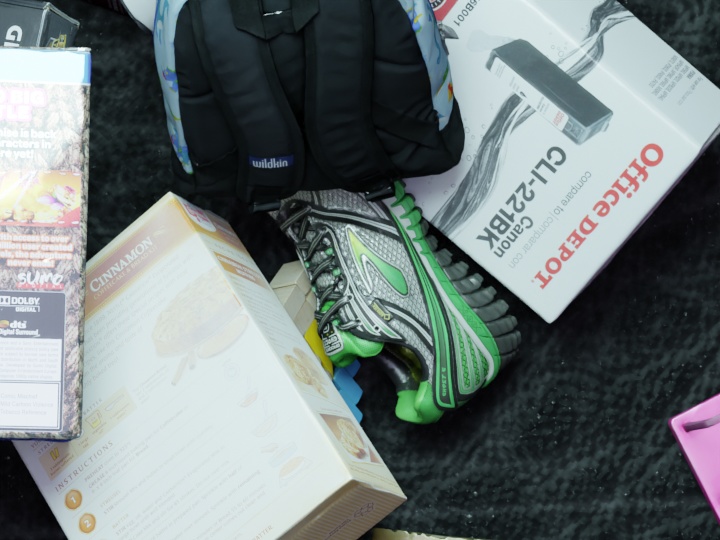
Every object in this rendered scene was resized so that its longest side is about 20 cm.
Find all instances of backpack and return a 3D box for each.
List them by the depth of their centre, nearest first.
[{"bbox_3d":[-0.036,-0.130,1.436,0.162,0.200,0.154,-6,73,7],"label":"backpack"}]

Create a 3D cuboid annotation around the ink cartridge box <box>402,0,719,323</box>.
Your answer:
[{"bbox_3d":[0.083,-0.093,1.559,0.200,0.084,0.144,40,120,2],"label":"ink cartridge box"}]

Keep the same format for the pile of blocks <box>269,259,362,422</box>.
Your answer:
[{"bbox_3d":[-0.040,0.097,1.592,0.062,0.082,0.201,-12,72,41],"label":"pile of blocks"}]

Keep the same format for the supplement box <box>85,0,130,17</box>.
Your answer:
[{"bbox_3d":[-0.144,-0.208,1.605,0.199,0.061,0.109,20,84,0],"label":"supplement box"}]

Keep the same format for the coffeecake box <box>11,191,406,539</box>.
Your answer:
[{"bbox_3d":[-0.096,0.086,1.526,0.153,0.073,0.200,-39,64,12],"label":"coffeecake box"}]

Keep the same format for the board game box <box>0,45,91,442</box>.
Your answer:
[{"bbox_3d":[-0.222,-0.013,1.457,0.159,0.097,0.201,2,86,-9],"label":"board game box"}]

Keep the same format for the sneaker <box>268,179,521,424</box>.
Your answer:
[{"bbox_3d":[0.000,0.000,1.556,0.200,0.078,0.085,47,65,-10],"label":"sneaker"}]

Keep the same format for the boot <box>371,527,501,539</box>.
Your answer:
[{"bbox_3d":[0.074,0.250,1.574,0.174,0.066,0.201,4,85,12],"label":"boot"}]

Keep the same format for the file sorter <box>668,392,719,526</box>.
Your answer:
[{"bbox_3d":[0.281,0.139,1.552,0.139,0.125,0.200,-27,86,-2],"label":"file sorter"}]

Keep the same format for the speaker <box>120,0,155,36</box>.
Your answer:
[{"bbox_3d":[-0.040,-0.202,1.514,0.199,0.081,0.081,-25,86,12],"label":"speaker"}]

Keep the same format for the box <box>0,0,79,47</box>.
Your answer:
[{"bbox_3d":[-0.271,-0.063,1.568,0.198,0.050,0.201,11,85,22],"label":"box"}]
